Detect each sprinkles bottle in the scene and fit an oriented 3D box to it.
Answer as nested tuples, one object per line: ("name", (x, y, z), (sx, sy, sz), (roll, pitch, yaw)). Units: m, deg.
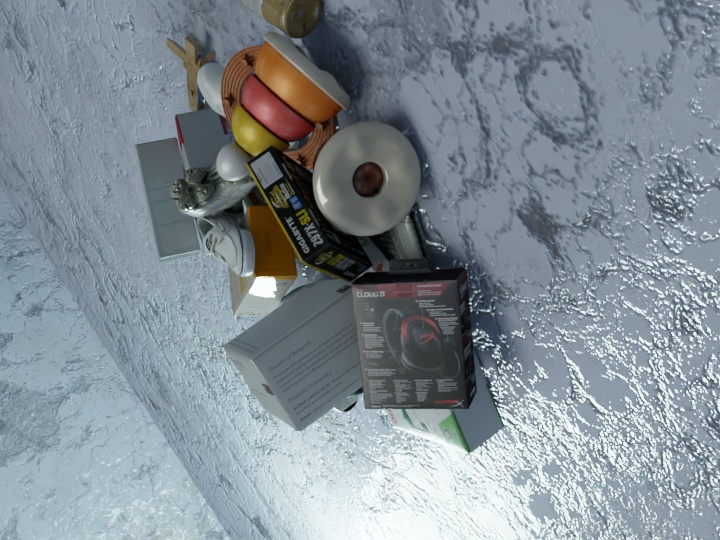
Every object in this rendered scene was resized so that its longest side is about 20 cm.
("sprinkles bottle", (-0.138, -0.380, 1.332), (0.200, 0.068, 0.068), (39, 149, 32))

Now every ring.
("ring", (-0.126, -0.231, 1.457), (0.200, 0.019, 0.201), (20, 131, 24))

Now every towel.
("towel", (0.043, -0.016, 1.470), (0.192, 0.034, 0.201), (17, 134, 52))

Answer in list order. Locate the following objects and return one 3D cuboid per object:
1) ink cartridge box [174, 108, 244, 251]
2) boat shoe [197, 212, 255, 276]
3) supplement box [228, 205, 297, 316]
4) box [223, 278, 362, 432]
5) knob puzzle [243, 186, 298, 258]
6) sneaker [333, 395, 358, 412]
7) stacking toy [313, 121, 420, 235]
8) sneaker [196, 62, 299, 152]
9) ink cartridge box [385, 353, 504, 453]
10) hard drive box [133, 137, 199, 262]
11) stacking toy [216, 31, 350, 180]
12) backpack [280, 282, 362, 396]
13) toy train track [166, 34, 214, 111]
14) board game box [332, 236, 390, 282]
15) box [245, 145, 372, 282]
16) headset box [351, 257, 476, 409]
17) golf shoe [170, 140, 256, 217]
("ink cartridge box", (-0.256, -0.155, 1.721), (0.200, 0.083, 0.146), (89, 163, -49))
("boat shoe", (-0.219, -0.040, 1.600), (0.200, 0.066, 0.074), (-137, 49, -64))
("supplement box", (-0.167, -0.013, 1.667), (0.200, 0.073, 0.127), (132, 133, -63))
("box", (-0.074, 0.118, 1.491), (0.131, 0.200, 0.199), (58, 164, -11))
("knob puzzle", (-0.140, -0.103, 1.688), (0.219, 0.030, 0.220), (40, 149, 30))
("sneaker", (-0.085, 0.161, 1.850), (0.201, 0.080, 0.146), (61, 162, -17))
("stacking toy", (-0.020, -0.135, 1.347), (0.147, 0.146, 0.200), (67, 166, -21))
("sneaker", (-0.164, -0.258, 1.523), (0.200, 0.075, 0.089), (44, 148, 3))
("ink cartridge box", (0.106, 0.181, 1.524), (0.200, 0.084, 0.147), (6, 124, 57))
("hard drive box", (-0.342, -0.121, 1.771), (0.156, 0.076, 0.201), (166, 92, -79))
("stacking toy", (-0.123, -0.201, 1.326), (0.146, 0.200, 0.146), (40, -173, -6))
("backpack", (-0.057, 0.117, 1.668), (0.126, 0.166, 0.201), (-6, 99, 68))
("toy train track", (-0.271, -0.328, 1.666), (0.115, 0.033, 0.200), (43, 157, 11))
("board game box", (0.000, 0.000, 1.499), (0.200, 0.035, 0.126), (51, 155, 19))
("box", (-0.065, -0.072, 1.361), (0.160, 0.049, 0.200), (57, -170, 15))
("headset box", (0.074, 0.083, 1.355), (0.148, 0.075, 0.201), (-3, 103, 17))
("golf shoe", (-0.203, -0.147, 1.601), (0.097, 0.199, 0.079), (48, -160, -67))
